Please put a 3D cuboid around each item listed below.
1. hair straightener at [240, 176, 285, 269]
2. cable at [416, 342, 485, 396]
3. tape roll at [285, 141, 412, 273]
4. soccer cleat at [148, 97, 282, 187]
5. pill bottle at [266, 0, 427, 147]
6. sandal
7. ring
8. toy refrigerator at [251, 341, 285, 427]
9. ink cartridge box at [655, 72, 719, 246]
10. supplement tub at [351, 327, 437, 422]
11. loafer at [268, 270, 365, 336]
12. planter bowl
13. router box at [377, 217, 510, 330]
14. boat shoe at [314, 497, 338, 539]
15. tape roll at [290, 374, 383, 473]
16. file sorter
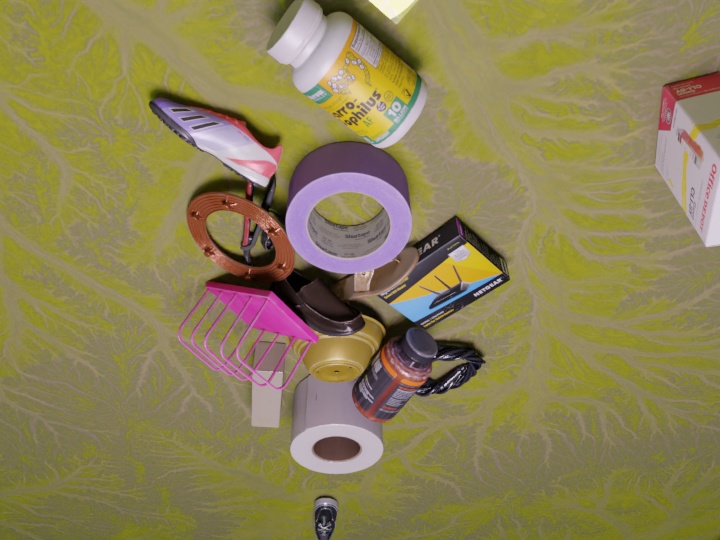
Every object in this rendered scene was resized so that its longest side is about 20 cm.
[{"bbox_3d":[-0.159,-0.073,1.015,0.076,0.041,0.201,9,132,-9],"label":"hair straightener"},{"bbox_3d":[0.166,0.213,1.288,0.198,0.051,0.164,-6,133,4],"label":"cable"},{"bbox_3d":[-0.019,-0.096,0.968,0.198,0.085,0.201,-1,133,-1],"label":"tape roll"},{"bbox_3d":[-0.208,-0.201,0.888,0.199,0.068,0.074,32,93,-15],"label":"soccer cleat"},{"bbox_3d":[-0.018,-0.259,0.794,0.199,0.113,0.113,32,125,-28],"label":"pill bottle"},{"bbox_3d":[0.000,0.004,1.069,0.211,0.078,0.070,-29,129,31],"label":"sandal"},{"bbox_3d":[-0.201,-0.047,1.008,0.198,0.019,0.201,15,141,12],"label":"ring"},{"bbox_3d":[-0.199,0.245,1.292,0.069,0.076,0.201,4,134,-6],"label":"toy refrigerator"},{"bbox_3d":[0.490,-0.155,0.843,0.082,0.201,0.146,-10,133,9],"label":"ink cartridge box"},{"bbox_3d":[0.070,0.202,1.189,0.106,0.108,0.201,20,127,-20],"label":"supplement tub"},{"bbox_3d":[-0.080,0.051,1.069,0.198,0.073,0.072,23,122,22],"label":"loafer"},{"bbox_3d":[-0.047,0.163,1.182,0.198,0.084,0.201,-2,147,-2],"label":"planter bowl"},{"bbox_3d":[0.143,0.013,1.095,0.149,0.051,0.199,35,125,-29],"label":"router box"},{"bbox_3d":[-0.103,0.725,1.752,0.071,0.068,0.201,4,133,-6],"label":"boat shoe"},{"bbox_3d":[-0.051,0.333,1.334,0.200,0.140,0.204,0,133,0],"label":"tape roll"},{"bbox_3d":[-0.205,0.117,1.075,0.199,0.126,0.139,6,146,45],"label":"file sorter"}]
